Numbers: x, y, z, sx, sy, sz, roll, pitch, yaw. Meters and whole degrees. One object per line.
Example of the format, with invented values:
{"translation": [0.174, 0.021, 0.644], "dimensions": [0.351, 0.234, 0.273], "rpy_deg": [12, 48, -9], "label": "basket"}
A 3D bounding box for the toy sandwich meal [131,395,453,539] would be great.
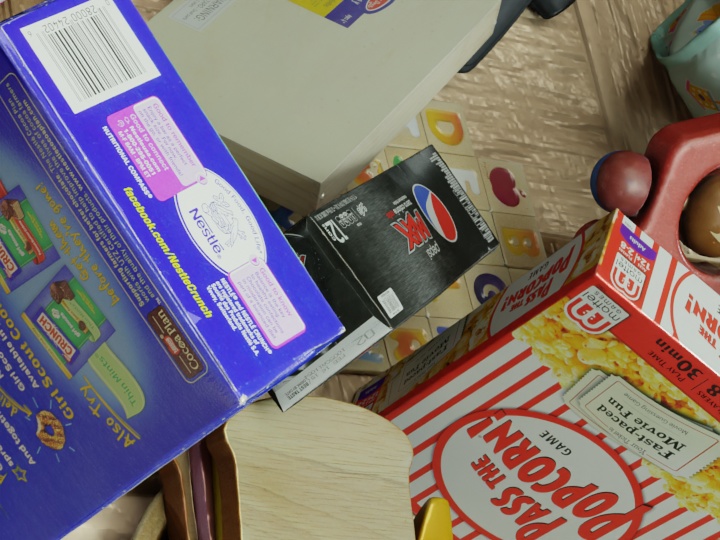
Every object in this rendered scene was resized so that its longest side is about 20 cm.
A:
{"translation": [-0.018, 0.152, 1.050], "dimensions": [0.204, 0.070, 0.206], "rpy_deg": [21, 52, -29], "label": "toy sandwich meal"}

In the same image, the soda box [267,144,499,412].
{"translation": [0.000, 0.000, 1.104], "dimensions": [0.063, 0.071, 0.200], "rpy_deg": [53, 21, 2], "label": "soda box"}

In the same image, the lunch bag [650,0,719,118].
{"translation": [0.259, -0.101, 1.359], "dimensions": [0.170, 0.122, 0.200], "rpy_deg": [47, 8, -5], "label": "lunch bag"}

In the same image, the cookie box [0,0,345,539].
{"translation": [-0.128, 0.010, 0.953], "dimensions": [0.075, 0.200, 0.172], "rpy_deg": [-31, 86, -48], "label": "cookie box"}

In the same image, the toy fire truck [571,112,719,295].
{"translation": [0.178, 0.008, 1.231], "dimensions": [0.167, 0.201, 0.112], "rpy_deg": [13, 15, -29], "label": "toy fire truck"}

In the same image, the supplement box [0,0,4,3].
{"translation": [-0.156, -0.207, 1.137], "dimensions": [0.103, 0.101, 0.200], "rpy_deg": [48, 43, -5], "label": "supplement box"}

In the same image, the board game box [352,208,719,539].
{"translation": [0.105, 0.074, 1.111], "dimensions": [0.151, 0.200, 0.046], "rpy_deg": [38, 46, -15], "label": "board game box"}

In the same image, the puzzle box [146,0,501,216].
{"translation": [-0.029, -0.109, 1.194], "dimensions": [0.132, 0.026, 0.200], "rpy_deg": [26, 42, 16], "label": "puzzle box"}

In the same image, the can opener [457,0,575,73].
{"translation": [0.087, -0.167, 1.347], "dimensions": [0.079, 0.063, 0.200], "rpy_deg": [47, 43, -7], "label": "can opener"}

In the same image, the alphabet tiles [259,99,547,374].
{"translation": [0.022, -0.021, 1.240], "dimensions": [0.199, 0.006, 0.168], "rpy_deg": [5, 61, -39], "label": "alphabet tiles"}
